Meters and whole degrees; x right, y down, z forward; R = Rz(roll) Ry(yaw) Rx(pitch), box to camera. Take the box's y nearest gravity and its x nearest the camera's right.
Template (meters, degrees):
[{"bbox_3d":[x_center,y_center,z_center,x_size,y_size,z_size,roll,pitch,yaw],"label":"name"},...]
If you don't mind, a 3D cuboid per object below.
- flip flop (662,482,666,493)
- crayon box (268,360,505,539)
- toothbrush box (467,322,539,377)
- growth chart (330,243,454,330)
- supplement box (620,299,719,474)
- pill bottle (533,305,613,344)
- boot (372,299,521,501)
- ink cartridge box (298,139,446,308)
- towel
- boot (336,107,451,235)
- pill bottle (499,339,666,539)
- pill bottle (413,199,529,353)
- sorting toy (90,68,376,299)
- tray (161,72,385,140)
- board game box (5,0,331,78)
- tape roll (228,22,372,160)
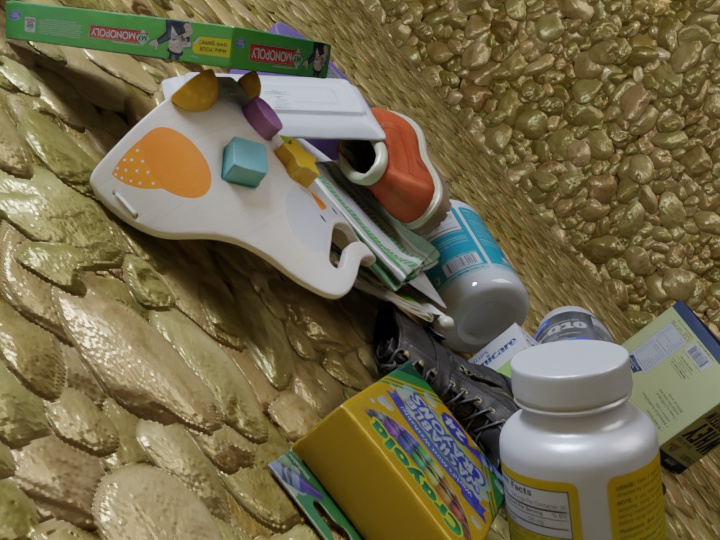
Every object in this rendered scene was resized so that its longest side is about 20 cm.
[{"bbox_3d":[0.319,0.250,1.098,0.081,0.058,0.200,44,1,0],"label":"flip flop"},{"bbox_3d":[0.031,0.140,0.600,0.126,0.052,0.200,51,17,8],"label":"crayon box"},{"bbox_3d":[0.198,0.172,0.896,0.146,0.086,0.200,39,17,-30],"label":"toothbrush box"},{"bbox_3d":[0.000,0.000,0.833,0.200,0.018,0.145,28,7,-41],"label":"growth chart"},{"bbox_3d":[0.551,0.202,1.526,0.134,0.200,0.200,33,22,-42],"label":"supplement box"},{"bbox_3d":[0.290,0.120,1.198,0.114,0.114,0.200,47,16,-4],"label":"pill bottle"},{"bbox_3d":[0.083,0.118,0.783,0.174,0.069,0.200,34,17,-25],"label":"boot"},{"bbox_3d":[-0.010,-0.044,0.907,0.162,0.057,0.200,32,25,-42],"label":"ink cartridge box"},{"bbox_3d":[0.009,-0.051,0.844,0.153,0.023,0.200,46,15,4],"label":"towel"},{"bbox_3d":[0.017,-0.126,0.902,0.107,0.075,0.200,29,21,-33],"label":"boot"},{"bbox_3d":[0.158,0.157,0.629,0.111,0.111,0.200,-51,134,-73],"label":"pill bottle"},{"bbox_3d":[0.108,-0.007,1.025,0.111,0.111,0.200,35,22,-39],"label":"pill bottle"},{"bbox_3d":[-0.067,-0.054,0.664,0.180,0.107,0.200,43,17,-1],"label":"sorting toy"},{"bbox_3d":[-0.081,-0.159,0.832,0.200,0.022,0.107,-2,39,-19],"label":"tray"},{"bbox_3d":[-0.141,-0.172,0.661,0.200,0.029,0.135,13,15,24],"label":"board game box"},{"bbox_3d":[-0.060,-0.199,1.077,0.200,0.085,0.200,44,17,-17],"label":"tape roll"}]
